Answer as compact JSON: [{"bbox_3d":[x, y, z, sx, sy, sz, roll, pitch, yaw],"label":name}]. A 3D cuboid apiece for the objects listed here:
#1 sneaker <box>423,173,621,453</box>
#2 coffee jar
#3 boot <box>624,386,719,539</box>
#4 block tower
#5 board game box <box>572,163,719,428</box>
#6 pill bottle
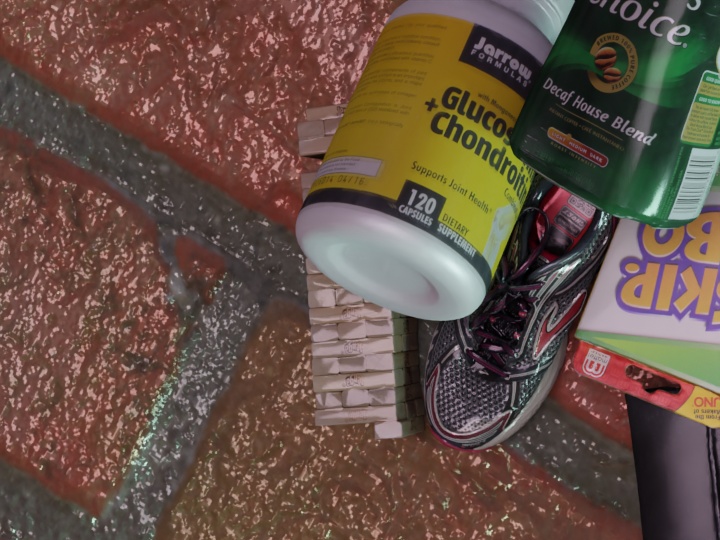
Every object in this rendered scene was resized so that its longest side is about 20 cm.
[{"bbox_3d":[0.090,0.012,0.978,0.080,0.075,0.201,28,100,16],"label":"sneaker"},{"bbox_3d":[0.157,-0.130,0.850,0.104,0.085,0.201,34,112,35],"label":"coffee jar"},{"bbox_3d":[0.167,0.166,0.958,0.164,0.066,0.202,-3,93,10],"label":"boot"},{"bbox_3d":[0.000,0.000,1.018,0.057,0.054,0.202,-5,89,19],"label":"block tower"},{"bbox_3d":[0.192,-0.022,0.931,0.095,0.030,0.201,21,91,20],"label":"board game box"},{"bbox_3d":[0.049,-0.082,0.944,0.111,0.112,0.201,17,70,17],"label":"pill bottle"}]
